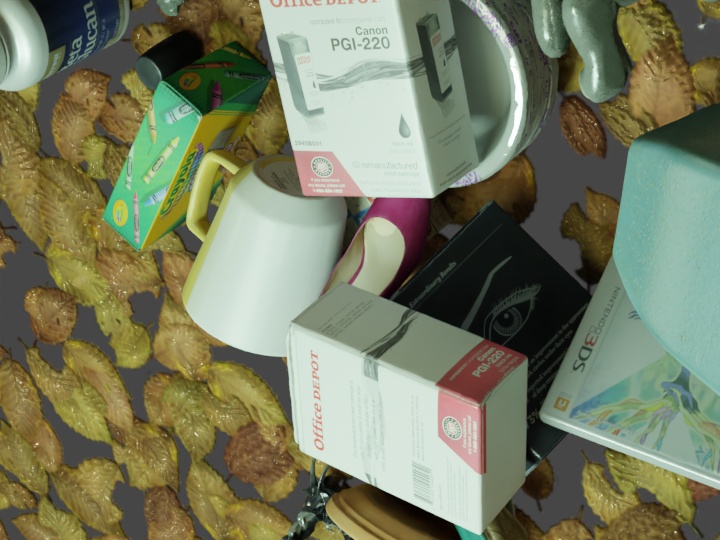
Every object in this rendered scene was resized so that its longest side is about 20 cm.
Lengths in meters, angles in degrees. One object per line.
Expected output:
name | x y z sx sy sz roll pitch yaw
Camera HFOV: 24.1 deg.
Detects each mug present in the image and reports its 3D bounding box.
mug | -0.097 -0.030 1.597 0.185 0.150 0.154 23 120 9

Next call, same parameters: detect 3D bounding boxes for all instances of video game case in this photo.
video game case | 0.278 0.081 1.443 0.198 0.183 0.022 19 161 24

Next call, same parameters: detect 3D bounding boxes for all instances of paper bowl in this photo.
paper bowl | 0.080 -0.184 1.482 0.199 0.104 0.202 19 125 29

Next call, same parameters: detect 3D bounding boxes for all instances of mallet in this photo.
mallet | -0.221 -0.159 1.748 0.041 0.066 0.201 40 132 13

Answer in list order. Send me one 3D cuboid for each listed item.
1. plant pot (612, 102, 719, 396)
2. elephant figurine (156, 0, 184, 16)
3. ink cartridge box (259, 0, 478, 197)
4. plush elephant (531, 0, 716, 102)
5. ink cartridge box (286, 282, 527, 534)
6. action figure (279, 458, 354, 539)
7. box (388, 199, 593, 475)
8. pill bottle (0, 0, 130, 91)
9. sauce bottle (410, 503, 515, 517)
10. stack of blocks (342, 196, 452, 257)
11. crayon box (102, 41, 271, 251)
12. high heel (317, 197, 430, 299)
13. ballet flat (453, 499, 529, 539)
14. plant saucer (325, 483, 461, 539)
plant pot | 0.314 -0.034 1.342 0.199 0.195 0.197 34 133 37
elephant figurine | -0.230 -0.355 1.613 0.200 0.140 0.157 126 130 -58
ink cartridge box | 0.006 -0.168 1.420 0.144 0.085 0.202 3 114 35
plush elephant | 0.172 -0.262 1.351 0.165 0.155 0.200 -47 123 5
ink cartridge box | 0.040 0.116 1.452 0.199 0.085 0.147 20 131 29
action figure | -0.029 0.309 1.849 0.118 0.102 0.202 -2 116 50
box | 0.132 0.064 1.537 0.200 0.148 0.104 46 164 8
pill bottle | -0.333 -0.246 1.690 0.110 0.200 0.112 18 125 28
sauce bottle | 0.066 0.214 1.746 0.199 0.065 0.065 27 128 23
stack of blocks | -0.019 -0.049 1.664 0.199 0.058 0.116 -28 96 43
crayon box | -0.176 -0.124 1.698 0.058 0.119 0.201 40 132 10
high heel | 0.000 0.000 1.546 0.067 0.096 0.201 35 106 16
ballet flat | 0.103 0.205 1.681 0.201 0.072 0.068 53 145 29
plant saucer | 0.061 0.270 1.718 0.199 0.200 0.038 28 95 21
